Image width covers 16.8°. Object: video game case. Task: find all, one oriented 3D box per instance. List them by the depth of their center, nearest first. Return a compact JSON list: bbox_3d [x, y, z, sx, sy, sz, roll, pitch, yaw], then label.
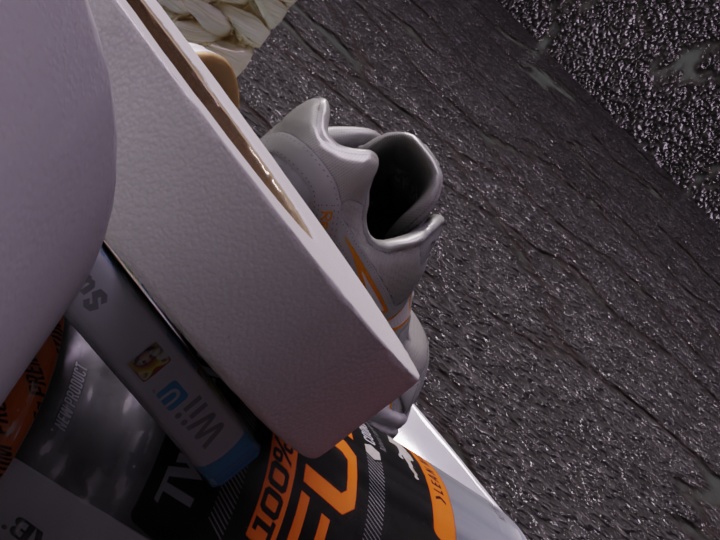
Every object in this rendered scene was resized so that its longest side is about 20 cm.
[{"bbox_3d":[-0.101,-0.046,0.566,0.143,0.018,0.200,49,-5,42],"label":"video game case"}]

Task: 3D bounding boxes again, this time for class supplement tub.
[{"bbox_3d":[-0.052,0.082,0.708,0.200,0.123,0.123,33,14,-30],"label":"supplement tub"}]

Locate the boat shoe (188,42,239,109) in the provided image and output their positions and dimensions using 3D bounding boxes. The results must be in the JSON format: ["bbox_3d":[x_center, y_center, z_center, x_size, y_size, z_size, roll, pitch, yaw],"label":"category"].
[{"bbox_3d":[-0.132,-0.029,0.749,0.069,0.199,0.071,40,-34,40],"label":"boat shoe"}]

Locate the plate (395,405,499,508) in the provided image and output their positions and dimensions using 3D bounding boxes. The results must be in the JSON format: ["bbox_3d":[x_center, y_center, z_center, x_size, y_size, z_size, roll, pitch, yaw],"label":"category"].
[{"bbox_3d":[-0.032,0.056,1.080,0.200,0.032,0.199,49,15,32],"label":"plate"}]

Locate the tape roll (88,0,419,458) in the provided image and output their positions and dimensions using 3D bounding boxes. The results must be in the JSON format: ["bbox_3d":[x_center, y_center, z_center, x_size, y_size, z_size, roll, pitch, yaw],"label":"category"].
[{"bbox_3d":[-0.058,-0.042,0.625,0.203,0.037,0.203,53,2,-2],"label":"tape roll"}]

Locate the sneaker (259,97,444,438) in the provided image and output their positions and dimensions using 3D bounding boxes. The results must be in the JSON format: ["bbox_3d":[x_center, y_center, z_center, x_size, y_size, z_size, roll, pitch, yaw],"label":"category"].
[{"bbox_3d":[0.000,0.000,0.819,0.076,0.092,0.200,47,5,18],"label":"sneaker"}]

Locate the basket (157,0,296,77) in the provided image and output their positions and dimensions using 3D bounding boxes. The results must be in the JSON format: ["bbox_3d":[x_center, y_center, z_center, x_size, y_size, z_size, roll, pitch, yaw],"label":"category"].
[{"bbox_3d":[-0.121,-0.143,0.899,0.135,0.124,0.200,28,14,-43],"label":"basket"}]

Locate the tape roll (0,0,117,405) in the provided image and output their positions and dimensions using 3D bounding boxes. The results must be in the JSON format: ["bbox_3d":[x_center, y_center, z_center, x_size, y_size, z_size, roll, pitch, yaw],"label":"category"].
[{"bbox_3d":[-0.159,-0.010,0.415,0.202,0.203,0.139,39,47,-10],"label":"tape roll"}]
